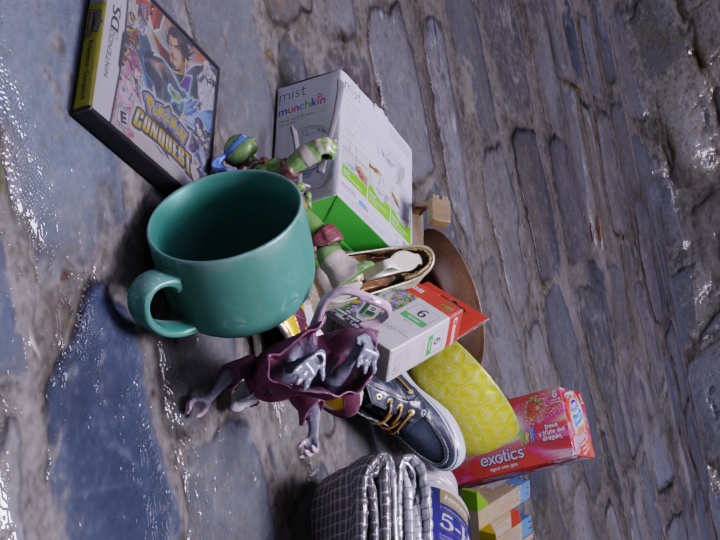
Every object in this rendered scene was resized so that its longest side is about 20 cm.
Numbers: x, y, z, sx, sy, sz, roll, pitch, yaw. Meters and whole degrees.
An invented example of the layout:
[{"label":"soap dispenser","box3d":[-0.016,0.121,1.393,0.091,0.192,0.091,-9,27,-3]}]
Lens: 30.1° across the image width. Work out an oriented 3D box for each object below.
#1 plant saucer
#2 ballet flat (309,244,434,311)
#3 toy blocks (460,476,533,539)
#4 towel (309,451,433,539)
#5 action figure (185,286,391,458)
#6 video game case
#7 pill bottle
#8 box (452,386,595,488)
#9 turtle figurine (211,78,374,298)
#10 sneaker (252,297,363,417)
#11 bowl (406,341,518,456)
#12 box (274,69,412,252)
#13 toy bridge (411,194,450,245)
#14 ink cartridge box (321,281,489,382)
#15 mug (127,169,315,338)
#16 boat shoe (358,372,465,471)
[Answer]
[{"label":"plant saucer","box3d":[0.100,0.047,1.763,0.200,0.036,0.203,165,-90,-71]},{"label":"ballet flat","box3d":[0.000,0.000,1.546,0.198,0.062,0.068,-15,83,-33]},{"label":"toy blocks","box3d":[0.177,0.363,1.775,0.136,0.099,0.203,-18,108,-49]},{"label":"towel","box3d":[0.005,0.301,1.403,0.085,0.165,0.202,9,68,-21]},{"label":"action figure","box3d":[-0.078,0.093,1.309,0.133,0.199,0.150,27,67,-23]},{"label":"video game case","box3d":[-0.207,-0.181,1.339,0.200,0.025,0.183,43,41,-51]},{"label":"pill bottle","box3d":[0.071,0.317,1.569,0.201,0.118,0.121,-84,152,-60]},{"label":"box","box3d":[0.202,0.228,1.807,0.099,0.198,0.097,19,57,-61]},{"label":"turtle figurine","box3d":[-0.043,-0.083,1.421,0.199,0.143,0.195,-31,89,-50]},{"label":"sneaker","box3d":[-0.069,0.100,1.457,0.201,0.074,0.090,57,37,-24]},{"label":"bowl","box3d":[0.093,0.168,1.691,0.107,0.200,0.201,-40,125,-14]},{"label":"box","box3d":[-0.016,-0.112,1.630,0.200,0.096,0.178,41,42,-52]},{"label":"toy bridge","box3d":[0.067,-0.044,1.713,0.027,0.200,0.068,8,61,-15]},{"label":"ink cartridge box","box3d":[0.058,0.052,1.599,0.199,0.108,0.051,-27,136,-41]},{"label":"mug","box3d":[-0.134,-0.003,1.289,0.153,0.183,0.115,-114,-171,-53]},{"label":"boat shoe","box3d":[0.036,0.166,1.591,0.201,0.071,0.091,50,30,11]}]
